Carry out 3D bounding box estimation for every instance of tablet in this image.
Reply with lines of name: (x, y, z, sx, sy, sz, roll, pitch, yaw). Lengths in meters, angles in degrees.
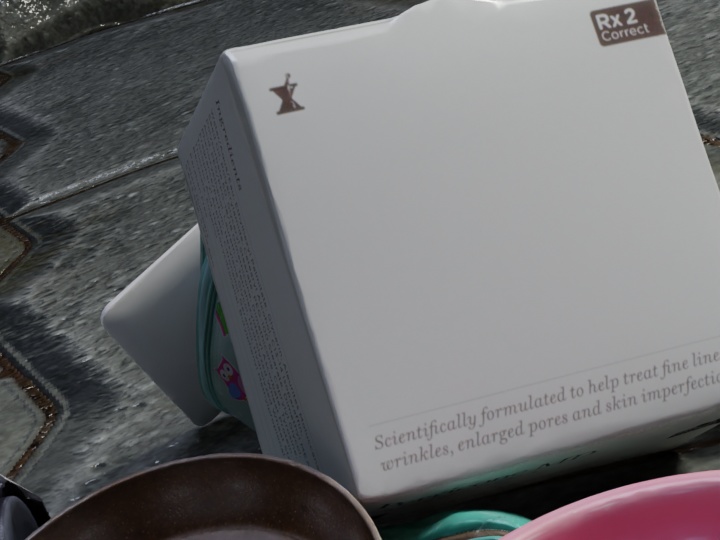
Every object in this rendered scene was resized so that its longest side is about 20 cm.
tablet: (-0.043, -0.008, 1.219, 0.200, 0.130, 0.014, -43, 51, -5)

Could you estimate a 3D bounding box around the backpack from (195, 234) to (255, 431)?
backpack: (0.000, 0.000, 1.123, 0.153, 0.176, 0.200, 29, 47, 23)

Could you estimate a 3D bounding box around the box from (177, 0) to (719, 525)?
box: (0.046, -0.004, 0.959, 0.199, 0.200, 0.131, -13, -13, -17)

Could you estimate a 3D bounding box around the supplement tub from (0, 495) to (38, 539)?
supplement tub: (-0.239, 0.161, 0.978, 0.200, 0.107, 0.107, -16, 16, 5)

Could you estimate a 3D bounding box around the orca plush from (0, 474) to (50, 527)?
orca plush: (-0.219, 0.134, 1.165, 0.200, 0.105, 0.071, 20, 77, 46)

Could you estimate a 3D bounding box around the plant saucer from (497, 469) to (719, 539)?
plant saucer: (0.114, 0.137, 0.759, 0.200, 0.051, 0.201, -14, 20, 5)

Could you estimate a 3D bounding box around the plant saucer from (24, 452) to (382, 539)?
plant saucer: (-0.075, 0.157, 0.836, 0.200, 0.035, 0.200, -16, 41, 14)

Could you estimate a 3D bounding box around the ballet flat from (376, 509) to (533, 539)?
ballet flat: (-0.004, 0.139, 0.907, 0.200, 0.067, 0.070, -11, -7, 22)
